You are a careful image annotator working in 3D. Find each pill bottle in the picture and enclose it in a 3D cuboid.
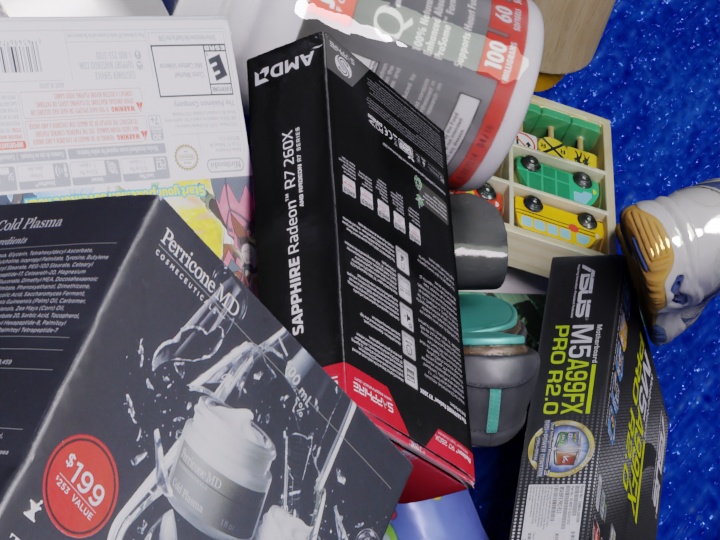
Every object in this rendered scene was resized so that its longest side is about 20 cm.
[{"bbox_3d":[-0.009,-0.127,1.423,0.199,0.116,0.117,19,53,-13],"label":"pill bottle"}]

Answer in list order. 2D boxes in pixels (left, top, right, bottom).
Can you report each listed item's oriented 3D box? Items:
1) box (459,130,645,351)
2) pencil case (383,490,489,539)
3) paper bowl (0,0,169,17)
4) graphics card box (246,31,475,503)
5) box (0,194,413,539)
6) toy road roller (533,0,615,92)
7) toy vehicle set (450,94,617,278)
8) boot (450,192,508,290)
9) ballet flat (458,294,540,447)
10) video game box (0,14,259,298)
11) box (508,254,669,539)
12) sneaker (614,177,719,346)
[{"bbox_3d":[0.066,0.012,1.512,0.199,0.036,0.145,-29,82,-42],"label":"box"},{"bbox_3d":[0.011,0.120,1.377,0.201,0.087,0.078,64,23,11],"label":"pencil case"},{"bbox_3d":[-0.165,-0.127,1.313,0.201,0.104,0.201,56,9,-14],"label":"paper bowl"},{"bbox_3d":[0.000,0.000,1.250,0.125,0.051,0.201,34,46,-51],"label":"graphics card box"},{"bbox_3d":[-0.097,0.101,1.070,0.200,0.104,0.183,48,54,-37],"label":"box"},{"bbox_3d":[0.044,-0.181,1.519,0.199,0.123,0.146,31,43,14],"label":"toy road roller"},{"bbox_3d":[0.054,-0.066,1.509,0.199,0.027,0.125,16,44,-15],"label":"toy vehicle set"},{"bbox_3d":[-0.017,-0.005,1.361,0.198,0.066,0.165,6,21,-15],"label":"boot"},{"bbox_3d":[0.059,0.057,1.372,0.073,0.073,0.200,44,3,-6],"label":"ballet flat"},{"bbox_3d":[-0.123,-0.022,1.176,0.199,0.047,0.184,-7,84,-51],"label":"video game box"},{"bbox_3d":[0.129,0.117,1.424,0.161,0.044,0.201,68,27,-47],"label":"box"},{"bbox_3d":[0.192,-0.008,1.438,0.088,0.200,0.076,-20,86,1],"label":"sneaker"}]
